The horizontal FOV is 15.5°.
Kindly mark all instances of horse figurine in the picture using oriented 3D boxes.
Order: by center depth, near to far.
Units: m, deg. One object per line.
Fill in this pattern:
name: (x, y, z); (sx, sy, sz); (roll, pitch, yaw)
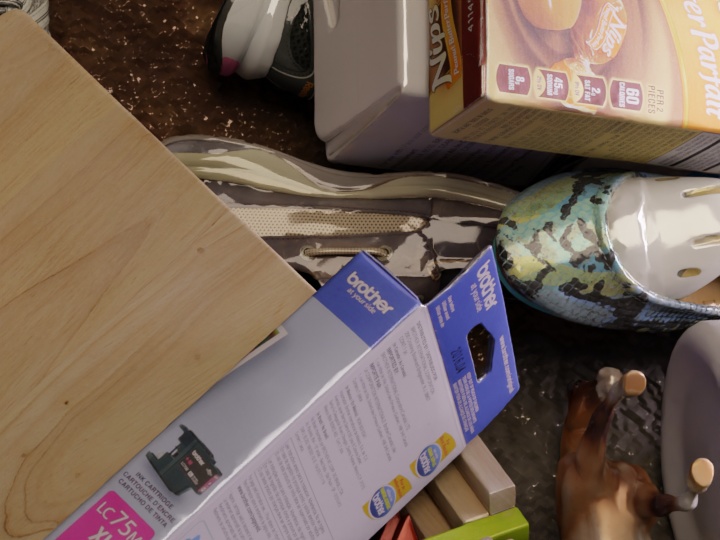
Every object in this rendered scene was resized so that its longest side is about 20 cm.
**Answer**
horse figurine: (0.107, 0.126, 1.015); (0.050, 0.133, 0.201); (-7, 76, -16)

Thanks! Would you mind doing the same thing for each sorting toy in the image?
sorting toy: (-0.138, 0.036, 1.019); (0.200, 0.070, 0.199); (-42, 66, -11)

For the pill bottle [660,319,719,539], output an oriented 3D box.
pill bottle: (0.229, 0.070, 1.054); (0.199, 0.115, 0.115); (-4, 62, -10)

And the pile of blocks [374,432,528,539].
pile of blocks: (0.051, 0.155, 1.001); (0.062, 0.082, 0.201); (-18, 66, -17)

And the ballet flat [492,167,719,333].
ballet flat: (0.145, -0.012, 1.068); (0.199, 0.074, 0.075); (2, 57, -38)

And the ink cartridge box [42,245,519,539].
ink cartridge box: (-0.027, 0.074, 0.961); (0.200, 0.120, 0.042); (-40, 62, -12)

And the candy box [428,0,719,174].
candy box: (0.125, -0.103, 1.047); (0.199, 0.055, 0.116); (6, 75, -22)

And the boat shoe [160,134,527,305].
boat shoe: (0.000, 0.000, 1.093); (0.199, 0.075, 0.074); (9, 72, 5)

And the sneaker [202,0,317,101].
sneaker: (0.004, -0.153, 1.177); (0.086, 0.080, 0.201); (27, 69, -7)

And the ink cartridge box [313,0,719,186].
ink cartridge box: (0.086, -0.115, 1.114); (0.199, 0.084, 0.147); (5, 72, -24)

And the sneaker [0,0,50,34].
sneaker: (-0.170, -0.136, 1.128); (0.077, 0.082, 0.201); (-4, 63, -10)
